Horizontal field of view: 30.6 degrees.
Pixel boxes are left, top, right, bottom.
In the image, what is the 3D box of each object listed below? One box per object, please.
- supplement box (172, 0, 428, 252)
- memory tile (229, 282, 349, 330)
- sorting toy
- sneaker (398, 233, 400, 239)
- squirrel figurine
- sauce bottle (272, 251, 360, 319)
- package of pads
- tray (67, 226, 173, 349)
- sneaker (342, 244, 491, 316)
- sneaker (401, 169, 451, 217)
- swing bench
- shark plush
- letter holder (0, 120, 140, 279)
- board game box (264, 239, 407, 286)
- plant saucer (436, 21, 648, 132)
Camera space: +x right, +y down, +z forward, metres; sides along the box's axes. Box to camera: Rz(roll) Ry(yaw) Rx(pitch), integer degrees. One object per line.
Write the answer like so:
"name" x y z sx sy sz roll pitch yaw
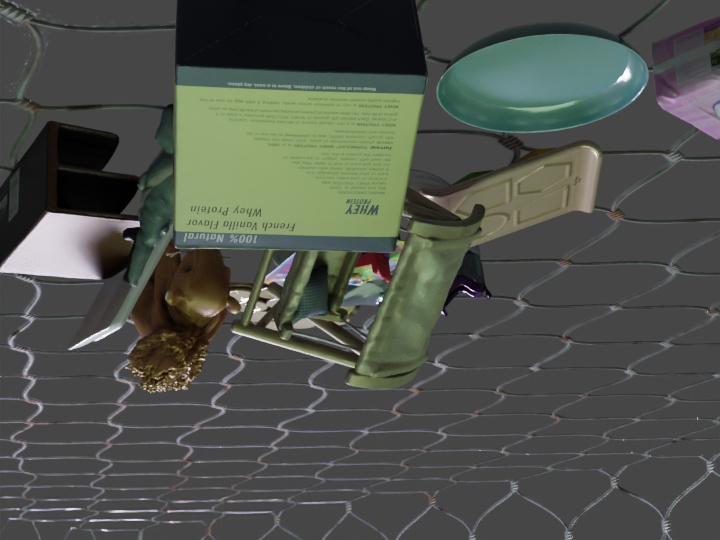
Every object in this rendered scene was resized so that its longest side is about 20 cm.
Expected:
"supplement box" -0.059 -0.132 1.116 0.199 0.135 0.200 1 137 -7
"memory tile" -0.104 0.049 1.903 0.153 0.017 0.200 -6 160 11
"sorting toy" 0.167 -0.084 1.478 0.199 0.037 0.185 -15 160 1
"sneaker" -0.039 -0.035 1.592 0.090 0.076 0.200 -10 158 40
"squirrel figurine" -0.216 0.060 1.645 0.141 0.201 0.186 15 168 -23
"sauce bottle" -0.057 0.010 1.722 0.064 0.065 0.200 -8 159 17
"package of pads" 0.374 -0.191 1.172 0.120 0.076 0.200 18 153 -41
"tray" -0.262 0.004 1.505 0.022 0.201 0.107 38 144 -21
"sneaker" 0.065 0.026 1.686 0.199 0.088 0.074 -19 160 5
"sneaker" 0.007 -0.068 1.489 0.199 0.081 0.070 -3 159 1
"swing bench" 0.000 0.000 1.371 0.199 0.200 0.130 24 -156 7
"shark plush" -0.187 -0.078 1.313 0.083 0.200 0.091 36 175 37
"letter holder" -0.301 -0.069 1.432 0.142 0.101 0.200 7 159 -28
"board game box" -0.019 0.010 1.539 0.157 0.039 0.200 0 164 -26
"plant saucer" 0.171 -0.185 1.247 0.199 0.028 0.200 -2 160 -1
